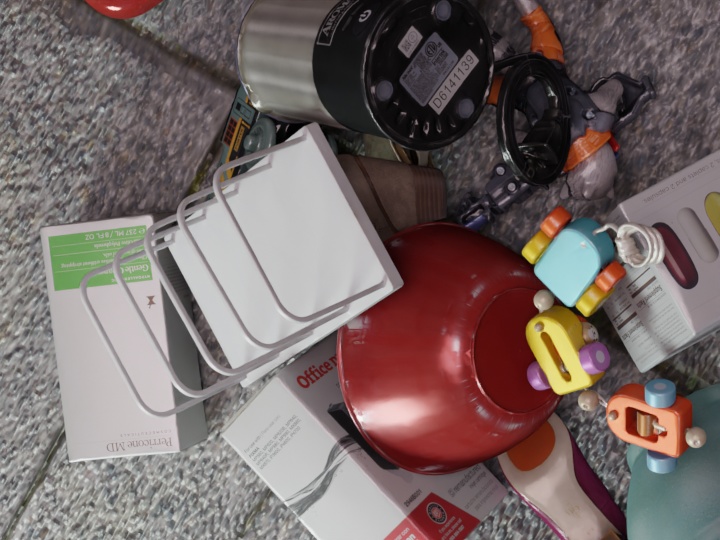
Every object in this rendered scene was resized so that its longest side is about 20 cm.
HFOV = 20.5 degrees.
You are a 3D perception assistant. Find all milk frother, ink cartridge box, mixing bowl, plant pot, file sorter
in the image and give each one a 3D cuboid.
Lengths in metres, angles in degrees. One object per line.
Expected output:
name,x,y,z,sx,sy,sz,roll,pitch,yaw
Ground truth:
milk frother,0.040,-0.143,1.527,0.180,0.188,0.201,-38,118,-21
ink cartridge box,0.004,0.156,1.616,0.200,0.144,0.084,45,119,6
mixing bowl,0.093,0.062,1.544,0.108,0.199,0.202,-1,95,55
plant pot,0.288,0.173,1.549,0.200,0.200,0.135,-34,59,13
file sorter,-0.097,0.007,1.505,0.200,0.124,0.140,-34,83,43

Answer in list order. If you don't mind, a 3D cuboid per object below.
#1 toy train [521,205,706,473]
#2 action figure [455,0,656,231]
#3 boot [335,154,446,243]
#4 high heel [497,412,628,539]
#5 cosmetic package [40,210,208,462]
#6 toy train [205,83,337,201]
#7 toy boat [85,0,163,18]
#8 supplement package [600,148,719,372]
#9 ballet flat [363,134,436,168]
toy train,0.190,0.041,1.450,0.149,0.056,0.202,12,122,37
action figure,0.126,-0.120,1.596,0.200,0.105,0.194,-45,72,7
boot,0.000,0.000,1.610,0.145,0.070,0.202,-10,110,-15
high heel,0.172,0.188,1.645,0.067,0.096,0.201,-33,65,6
cosmetic package,-0.200,0.055,1.695,0.107,0.085,0.202,-7,91,12
toy train,-0.084,-0.059,1.650,0.085,0.114,0.202,11,106,-28
toy boat,-0.176,-0.301,1.638,0.199,0.131,0.131,-33,87,14
supplement package,0.285,-0.028,1.498,0.199,0.156,0.111,-29,82,-12
ballet flat,0.027,-0.158,1.633,0.062,0.067,0.202,-5,102,42
